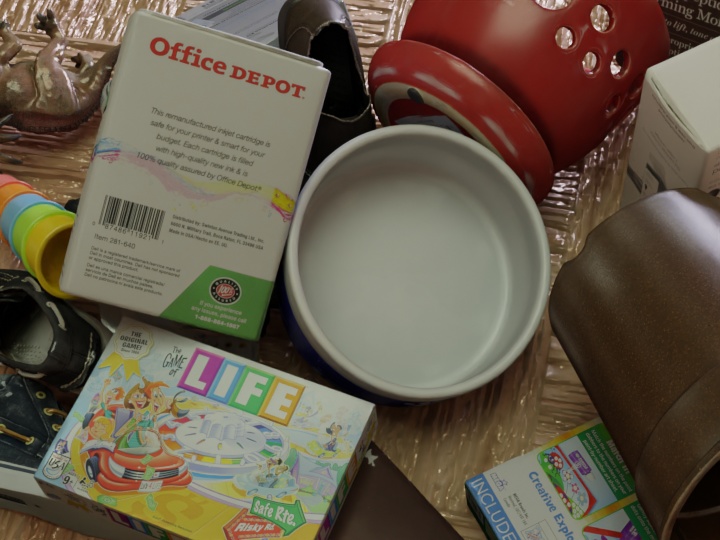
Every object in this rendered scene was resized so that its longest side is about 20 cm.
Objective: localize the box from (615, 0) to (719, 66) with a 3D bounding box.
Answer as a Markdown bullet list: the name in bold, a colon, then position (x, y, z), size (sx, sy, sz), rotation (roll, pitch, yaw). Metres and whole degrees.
- **box**: position (0.327, -0.259, 1.139), size (0.165, 0.201, 0.164), rotation (25, 46, 22)

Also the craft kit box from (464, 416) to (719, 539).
- **craft kit box**: position (0.203, 0.191, 0.962), size (0.196, 0.049, 0.201), rotation (-25, 57, -8)

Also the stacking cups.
- **stacking cups**: position (-0.263, -0.034, 1.106), size (0.060, 0.061, 0.199), rotation (-37, 33, -18)

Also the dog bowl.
- **dog bowl**: position (0.037, -0.001, 1.037), size (0.198, 0.079, 0.203), rotation (3, 78, -12)

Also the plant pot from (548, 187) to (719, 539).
- **plant pot**: position (0.234, 0.063, 0.915), size (0.198, 0.201, 0.199), rotation (-22, 49, -9)

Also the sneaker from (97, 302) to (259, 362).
- **sneaker**: position (-0.137, 0.059, 1.073), size (0.114, 0.074, 0.202), rotation (-16, 64, -10)

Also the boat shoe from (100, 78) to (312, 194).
- **boat shoe**: position (-0.103, -0.097, 1.066), size (0.199, 0.057, 0.069), rotation (29, 39, -15)

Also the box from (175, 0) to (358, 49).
- **box**: position (-0.111, -0.193, 1.197), size (0.155, 0.041, 0.200), rotation (-31, 27, -15)

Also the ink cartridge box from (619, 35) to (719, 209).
- **ink cartridge box**: position (0.280, -0.086, 1.045), size (0.144, 0.201, 0.085), rotation (-24, 62, -11)

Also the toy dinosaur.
- **toy dinosaur**: position (-0.290, -0.147, 1.217), size (0.198, 0.086, 0.137), rotation (-8, 55, -5)

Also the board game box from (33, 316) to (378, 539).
- **board game box**: position (-0.104, 0.123, 0.955), size (0.198, 0.034, 0.135), rotation (17, 61, 16)

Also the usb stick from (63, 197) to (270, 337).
- **usb stick**: position (-0.157, -0.003, 1.121), size (0.199, 0.056, 0.033), rotation (28, 73, 22)

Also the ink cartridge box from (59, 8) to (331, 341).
- **ink cartridge box**: position (-0.120, -0.068, 0.995), size (0.143, 0.084, 0.202), rotation (15, 93, -14)

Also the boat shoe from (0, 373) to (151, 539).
- **boat shoe**: position (-0.226, 0.132, 1.026), size (0.198, 0.071, 0.092), rotation (12, 62, 16)

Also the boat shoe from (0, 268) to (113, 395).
- **boat shoe**: position (-0.261, 0.040, 1.064), size (0.199, 0.060, 0.074), rotation (29, 93, 44)

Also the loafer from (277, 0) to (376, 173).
- **loafer**: position (-0.024, -0.117, 1.105), size (0.072, 0.202, 0.071), rotation (-18, 23, -9)

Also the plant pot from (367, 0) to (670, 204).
- **plant pot**: position (0.120, -0.160, 1.119), size (0.199, 0.201, 0.183), rotation (31, 72, 23)

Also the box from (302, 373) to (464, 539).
- **box**: position (-0.010, 0.180, 0.973), size (0.100, 0.075, 0.200), rotation (-37, 62, -18)

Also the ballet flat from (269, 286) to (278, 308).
- **ballet flat**: position (0.000, 0.000, 1.108), size (0.197, 0.047, 0.068), rotation (1, 57, 6)
